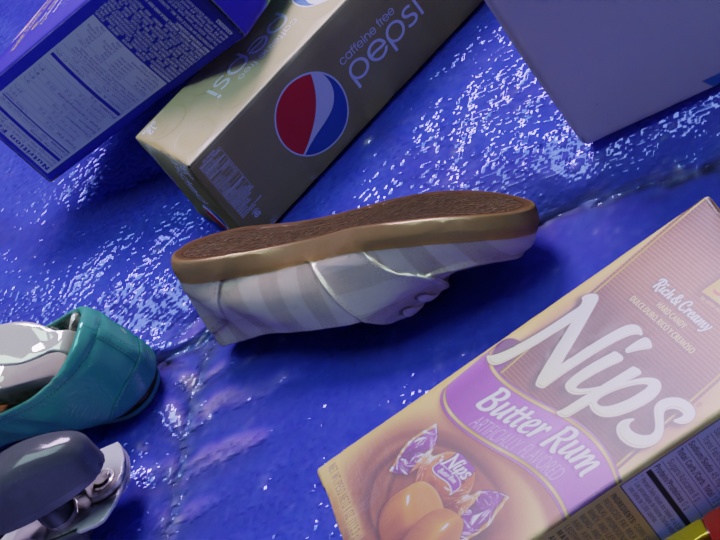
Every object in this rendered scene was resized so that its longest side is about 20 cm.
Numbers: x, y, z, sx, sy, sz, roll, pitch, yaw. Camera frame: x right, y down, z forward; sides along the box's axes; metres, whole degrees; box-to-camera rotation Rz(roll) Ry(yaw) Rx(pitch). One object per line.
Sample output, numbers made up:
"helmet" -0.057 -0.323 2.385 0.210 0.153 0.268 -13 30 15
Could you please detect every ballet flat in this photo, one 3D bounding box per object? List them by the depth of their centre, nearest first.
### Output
"ballet flat" -0.196 0.060 1.144 0.199 0.070 0.068 -19 39 30

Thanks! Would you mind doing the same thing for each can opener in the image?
"can opener" -0.199 0.123 1.075 0.199 0.067 0.054 -23 36 24

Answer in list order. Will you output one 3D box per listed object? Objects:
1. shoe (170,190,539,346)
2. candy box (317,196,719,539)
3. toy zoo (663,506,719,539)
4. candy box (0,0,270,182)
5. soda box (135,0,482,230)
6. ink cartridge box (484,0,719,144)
"shoe" 0.000 0.000 1.047 0.199 0.054 0.070 -8 12 34
"candy box" 0.086 0.070 0.867 0.199 0.057 0.117 -34 33 6
"toy zoo" 0.149 0.129 0.767 0.199 0.020 0.132 -33 34 10
"candy box" -0.114 -0.160 1.249 0.199 0.077 0.170 -29 22 44
"soda box" -0.023 -0.113 1.182 0.200 0.064 0.068 -47 34 -11
"ink cartridge box" 0.131 -0.196 1.051 0.146 0.145 0.201 -24 36 21
